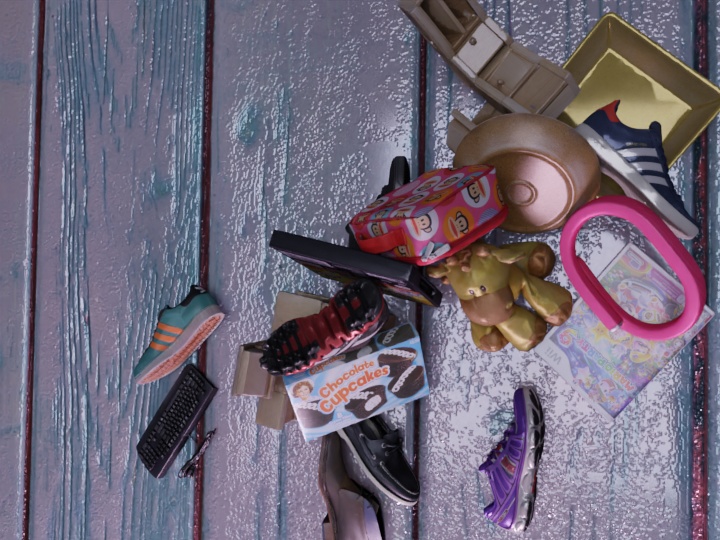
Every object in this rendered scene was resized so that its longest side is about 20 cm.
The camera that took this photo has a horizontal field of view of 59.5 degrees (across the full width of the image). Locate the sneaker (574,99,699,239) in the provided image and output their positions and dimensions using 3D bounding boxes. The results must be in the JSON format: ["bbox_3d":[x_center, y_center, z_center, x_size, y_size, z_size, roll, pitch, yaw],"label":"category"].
[{"bbox_3d":[0.364,-0.133,0.792,0.084,0.075,0.201,-42,80,6],"label":"sneaker"}]

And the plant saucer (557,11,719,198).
[{"bbox_3d":[0.349,-0.208,0.862,0.200,0.048,0.201,43,102,16],"label":"plant saucer"}]

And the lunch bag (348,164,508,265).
[{"bbox_3d":[0.075,-0.066,0.821,0.174,0.199,0.083,-31,106,-24],"label":"lunch bag"}]

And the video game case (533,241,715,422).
[{"bbox_3d":[0.357,0.085,0.866,0.143,0.018,0.201,43,102,15],"label":"video game case"}]

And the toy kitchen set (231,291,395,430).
[{"bbox_3d":[-0.069,0.148,0.929,0.176,0.163,0.205,12,93,19],"label":"toy kitchen set"}]

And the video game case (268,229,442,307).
[{"bbox_3d":[0.000,0.000,0.851,0.196,0.180,0.026,14,82,22],"label":"video game case"}]

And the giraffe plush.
[{"bbox_3d":[0.178,0.014,0.848,0.172,0.161,0.202,-41,73,16],"label":"giraffe plush"}]

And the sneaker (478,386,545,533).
[{"bbox_3d":[0.209,0.263,0.883,0.082,0.080,0.206,9,92,25],"label":"sneaker"}]

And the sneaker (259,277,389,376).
[{"bbox_3d":[-0.042,0.086,0.846,0.198,0.098,0.072,-32,66,15],"label":"sneaker"}]

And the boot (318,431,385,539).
[{"bbox_3d":[-0.012,0.335,0.967,0.094,0.075,0.206,-2,97,9],"label":"boot"}]

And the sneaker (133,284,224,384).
[{"bbox_3d":[-0.323,0.109,1.081,0.199,0.071,0.080,-43,72,8],"label":"sneaker"}]

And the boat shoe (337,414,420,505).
[{"bbox_3d":[0.029,0.255,0.947,0.200,0.074,0.066,50,115,23],"label":"boat shoe"}]

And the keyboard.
[{"bbox_3d":[-0.309,0.278,1.093,0.126,0.021,0.202,36,101,17],"label":"keyboard"}]

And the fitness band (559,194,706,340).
[{"bbox_3d":[0.342,0.000,0.803,0.201,0.037,0.144,53,140,8],"label":"fitness band"}]

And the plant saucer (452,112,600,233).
[{"bbox_3d":[0.215,-0.114,0.839,0.195,0.203,0.036,8,50,19],"label":"plant saucer"}]

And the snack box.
[{"bbox_3d":[-0.003,0.159,0.896,0.196,0.037,0.118,-20,125,-7],"label":"snack box"}]

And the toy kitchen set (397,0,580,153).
[{"bbox_3d":[0.140,-0.260,0.832,0.164,0.179,0.201,-47,43,11],"label":"toy kitchen set"}]

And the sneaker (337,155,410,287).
[{"bbox_3d":[0.021,-0.073,0.967,0.101,0.060,0.206,2,92,16],"label":"sneaker"}]
